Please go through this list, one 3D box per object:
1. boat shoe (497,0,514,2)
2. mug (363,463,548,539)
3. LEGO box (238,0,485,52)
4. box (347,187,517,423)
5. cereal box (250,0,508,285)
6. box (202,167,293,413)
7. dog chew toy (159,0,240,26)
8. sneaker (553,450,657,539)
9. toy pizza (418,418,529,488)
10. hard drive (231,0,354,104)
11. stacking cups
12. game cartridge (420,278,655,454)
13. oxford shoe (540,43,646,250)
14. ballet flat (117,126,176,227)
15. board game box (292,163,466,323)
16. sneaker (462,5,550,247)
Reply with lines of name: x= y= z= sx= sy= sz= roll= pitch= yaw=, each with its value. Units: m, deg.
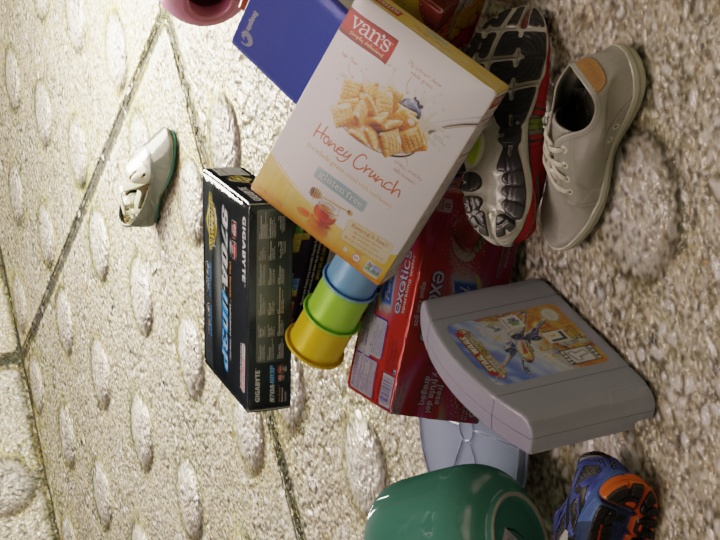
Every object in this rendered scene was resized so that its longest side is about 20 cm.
boat shoe: x=0.116 y=-0.320 z=1.418 sx=0.076 sy=0.071 sz=0.201 roll=34 pitch=140 yaw=43
mug: x=0.102 y=0.241 z=1.477 sx=0.114 sy=0.184 sz=0.153 roll=-20 pitch=85 yaw=36
LEGO box: x=0.001 y=-0.241 z=1.486 sx=0.200 sy=0.077 sz=0.149 roll=39 pitch=142 yaw=15
box: x=0.066 y=0.026 z=1.532 sx=0.100 sy=0.095 sz=0.202 roll=23 pitch=103 yaw=64
cereal box: x=0.013 y=-0.109 z=1.414 sx=0.143 sy=0.039 sz=0.201 roll=36 pitch=116 yaw=12
box: x=-0.109 y=0.015 z=1.630 sx=0.159 sy=0.046 sz=0.202 roll=-143 pitch=51 yaw=-64
dog chew toy: x=-0.196 y=-0.387 z=2.053 sx=0.125 sy=0.123 sz=0.201 roll=108 pitch=155 yaw=-45
sneaker: x=0.189 y=0.234 z=1.408 sx=0.079 sy=0.075 sz=0.201 roll=-115 pitch=36 yaw=-53
toy pizza: x=0.111 y=0.145 z=1.590 sx=0.200 sy=0.031 sz=0.202 roll=16 pitch=108 yaw=63
hard drive: x=-0.018 y=-0.174 z=1.476 sx=0.200 sy=0.025 sz=0.132 roll=44 pitch=143 yaw=8
stacking cups: x=0.000 y=0.000 z=1.505 sx=0.201 sy=0.060 sz=0.061 roll=-58 pitch=42 yaw=35
game cartridge: x=0.133 y=0.073 z=1.395 sx=0.200 sy=0.132 sz=0.042 roll=-131 pitch=40 yaw=-51
oxford shoe: x=0.169 y=-0.096 z=1.359 sx=0.075 sy=0.057 sz=0.201 roll=60 pitch=150 yaw=35
ballet flat: x=-0.311 y=-0.127 z=2.450 sx=0.201 sy=0.063 sz=0.068 roll=114 pitch=141 yaw=-50
board game box: x=-0.002 y=-0.032 z=1.633 sx=0.201 sy=0.164 sz=0.057 roll=106 pitch=150 yaw=-41
sneaker: x=0.126 y=-0.120 z=1.437 sx=0.076 sy=0.085 sz=0.202 roll=5 pitch=85 yaw=25
